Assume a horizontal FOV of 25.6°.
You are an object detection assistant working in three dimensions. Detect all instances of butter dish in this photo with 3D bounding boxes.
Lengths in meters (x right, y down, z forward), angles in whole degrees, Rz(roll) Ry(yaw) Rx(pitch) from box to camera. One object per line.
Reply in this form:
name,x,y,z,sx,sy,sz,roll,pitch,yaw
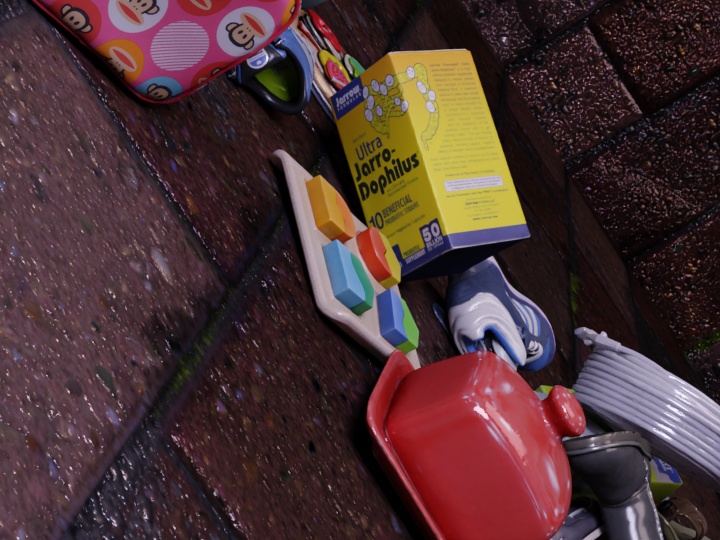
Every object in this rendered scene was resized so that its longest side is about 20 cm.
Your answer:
butter dish,0.110,0.142,1.262,0.201,0.147,0.199,58,14,-7

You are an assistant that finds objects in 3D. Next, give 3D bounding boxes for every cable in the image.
cable,0.306,0.150,1.581,0.200,0.069,0.200,31,-5,42

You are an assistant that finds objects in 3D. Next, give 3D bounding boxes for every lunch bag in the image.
lunch bag,-0.138,-0.227,1.128,0.200,0.176,0.082,45,20,-43

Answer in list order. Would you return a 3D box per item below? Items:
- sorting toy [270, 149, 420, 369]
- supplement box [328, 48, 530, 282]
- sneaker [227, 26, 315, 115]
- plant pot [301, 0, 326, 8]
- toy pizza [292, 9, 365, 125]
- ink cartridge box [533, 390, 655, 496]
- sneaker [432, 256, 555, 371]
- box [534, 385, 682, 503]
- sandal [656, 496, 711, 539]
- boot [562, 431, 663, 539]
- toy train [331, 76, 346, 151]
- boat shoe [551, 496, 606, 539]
sorting toy,0.000,0.000,1.409,0.185,0.036,0.201,41,22,-49
supplement box,0.065,-0.102,1.548,0.109,0.109,0.201,-8,76,-39
sneaker,-0.100,-0.223,1.444,0.200,0.078,0.089,49,14,-33
plant pot,-0.080,-0.374,1.623,0.201,0.199,0.196,63,8,19
toy pizza,-0.022,-0.217,1.783,0.201,0.032,0.200,53,15,-21
ink cartridge box,0.219,0.179,1.621,0.104,0.059,0.200,37,9,28
sneaker,0.152,0.084,1.688,0.200,0.080,0.147,52,24,-37
box,0.277,0.198,1.777,0.199,0.048,0.122,10,46,-41
sandal,0.360,0.285,1.791,0.080,0.057,0.201,41,8,33
boot,0.244,0.252,1.442,0.182,0.072,0.201,20,63,-57
toy train,0.021,-0.112,1.648,0.200,0.084,0.116,30,47,-57
boat shoe,0.186,0.233,1.488,0.063,0.072,0.200,63,19,4
